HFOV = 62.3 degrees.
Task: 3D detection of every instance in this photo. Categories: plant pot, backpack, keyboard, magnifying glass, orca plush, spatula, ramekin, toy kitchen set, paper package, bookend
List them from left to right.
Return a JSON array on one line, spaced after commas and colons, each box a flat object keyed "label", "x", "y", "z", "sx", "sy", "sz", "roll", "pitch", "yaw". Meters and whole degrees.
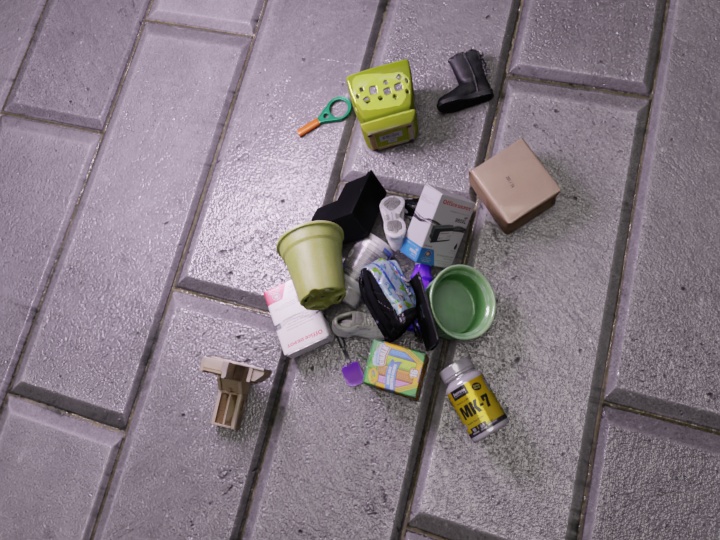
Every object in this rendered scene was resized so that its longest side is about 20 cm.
[{"label": "toy kitchen set", "x": -0.346, "y": 0.349, "z": 1.652, "sx": 0.159, "sy": 0.200, "sz": 0.185, "roll": 9, "pitch": 77, "yaw": 12}, {"label": "plant pot", "x": -0.121, "y": -0.002, "z": 1.636, "sx": 0.196, "sy": 0.201, "sz": 0.188, "roll": -17, "pitch": 63, "yaw": 5}, {"label": "magnifying glass", "x": -0.117, "y": -0.493, "z": 1.924, "sx": 0.197, "sy": 0.022, "sz": 0.081, "roll": -30, "pitch": 73, "yaw": -1}, {"label": "spatula", "x": -0.046, "y": 0.235, "z": 1.722, "sx": 0.055, "sy": 0.021, "sz": 0.204, "roll": -24, "pitch": 69, "yaw": 3}, {"label": "bookend", "x": -0.046, "y": -0.174, "z": 1.775, "sx": 0.197, "sy": 0.093, "sz": 0.201, "roll": -16, "pitch": 36, "yaw": 36}, {"label": "plant pot", "x": 0.077, "y": -0.486, "z": 1.800, "sx": 0.195, "sy": 0.199, "sz": 0.186, "roll": -13, "pitch": 80, "yaw": 6}, {"label": "backpack", "x": 0.073, "y": 0.069, "z": 1.620, "sx": 0.153, "sy": 0.164, "sz": 0.200, "roll": -38, "pitch": 77, "yaw": -25}, {"label": "keyboard", "x": 0.164, "y": 0.118, "z": 1.606, "sx": 0.020, "sy": 0.127, "sz": 0.205, "roll": -4, "pitch": 67, "yaw": -23}, {"label": "orca plush", "x": 0.206, "y": -0.168, "z": 1.757, "sx": 0.198, "sy": 0.071, "sz": 0.106, "roll": 35, "pitch": 84, "yaw": 16}, {"label": "ramekin", "x": 0.263, "y": 0.094, "z": 1.635, "sx": 0.195, "sy": 0.098, "sz": 0.206, "roll": 4, "pitch": 76, "yaw": -16}, {"label": "paper package", "x": 0.443, "y": -0.243, "z": 1.719, "sx": 0.188, "sy": 0.104, "sz": 0.202, "roll": -32, "pitch": 72, "yaw": 1}]

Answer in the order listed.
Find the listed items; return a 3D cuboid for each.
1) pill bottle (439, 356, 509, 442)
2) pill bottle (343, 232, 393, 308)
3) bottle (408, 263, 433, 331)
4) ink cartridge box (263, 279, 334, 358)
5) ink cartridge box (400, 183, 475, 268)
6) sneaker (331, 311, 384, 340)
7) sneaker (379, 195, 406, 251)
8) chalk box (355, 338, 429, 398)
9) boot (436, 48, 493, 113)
[{"label": "pill bottle", "x": 0.299, "y": 0.341, "z": 1.590, "sx": 0.113, "sy": 0.114, "sz": 0.203, "roll": -30, "pitch": 73, "yaw": 1}, {"label": "pill bottle", "x": 0.000, "y": 0.000, "z": 1.728, "sx": 0.112, "sy": 0.114, "sz": 0.202, "roll": 31, "pitch": 82, "yaw": 16}, {"label": "bottle", "x": 0.170, "y": 0.072, "z": 1.705, "sx": 0.081, "sy": 0.065, "sz": 0.205, "roll": 4, "pitch": 76, "yaw": 10}, {"label": "ink cartridge box", "x": -0.179, "y": 0.134, "z": 1.739, "sx": 0.142, "sy": 0.084, "sz": 0.204, "roll": -24, "pitch": 72, "yaw": 3}, {"label": "ink cartridge box", "x": 0.216, "y": -0.121, "z": 1.661, "sx": 0.084, "sy": 0.142, "sz": 0.204, "roll": 38, "pitch": 114, "yaw": 48}, {"label": "sneaker", "x": 0.014, "y": 0.156, "z": 1.689, "sx": 0.194, "sy": 0.100, "sz": 0.077, "roll": -3, "pitch": 69, "yaw": 0}, {"label": "sneaker", "x": 0.095, "y": -0.135, "z": 1.737, "sx": 0.076, "sy": 0.101, "sz": 0.203, "roll": -2, "pitch": 45, "yaw": 5}, {"label": "chalk box", "x": 0.078, "y": 0.269, "z": 1.641, "sx": 0.195, "sy": 0.125, "sz": 0.127, "roll": 13, "pitch": 78, "yaw": 14}, {"label": "boot", "x": 0.311, "y": -0.590, "z": 1.846, "sx": 0.193, "sy": 0.073, "sz": 0.166, "roll": -15, "pitch": 76, "yaw": -2}]
